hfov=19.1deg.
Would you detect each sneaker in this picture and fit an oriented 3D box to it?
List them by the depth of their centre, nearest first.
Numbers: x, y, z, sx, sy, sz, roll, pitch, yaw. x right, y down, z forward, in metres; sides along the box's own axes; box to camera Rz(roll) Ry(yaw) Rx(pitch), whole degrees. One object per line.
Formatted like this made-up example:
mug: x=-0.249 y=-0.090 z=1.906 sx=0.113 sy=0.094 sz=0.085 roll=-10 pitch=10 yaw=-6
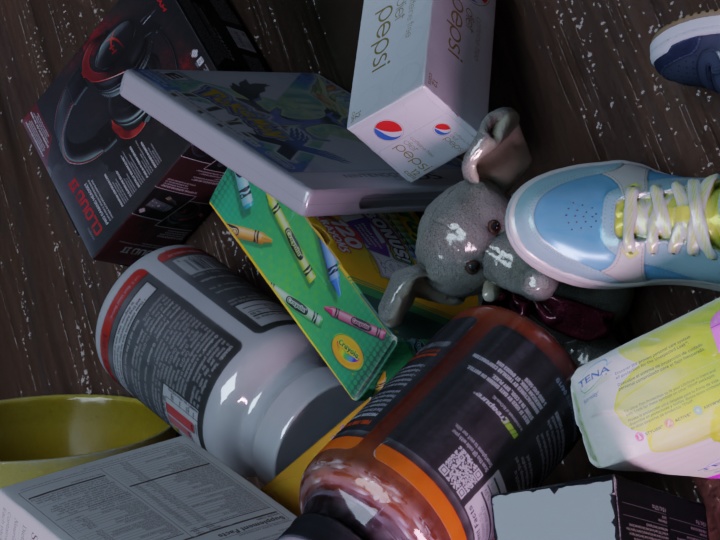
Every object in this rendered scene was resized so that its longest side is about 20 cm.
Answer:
sneaker: x=0.189 y=-0.033 z=1.205 sx=0.131 sy=0.199 sz=0.080 roll=134 pitch=139 yaw=-75
sneaker: x=0.256 y=-0.097 z=1.261 sx=0.199 sy=0.070 sz=0.109 roll=-1 pitch=81 yaw=38

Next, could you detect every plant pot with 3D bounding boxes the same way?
plant pot: x=-0.231 y=0.183 z=1.572 sx=0.199 sy=0.199 sz=0.143 roll=6 pitch=103 yaw=41

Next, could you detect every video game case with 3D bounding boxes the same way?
video game case: x=-0.034 y=-0.089 z=1.435 sx=0.200 sy=0.182 sz=0.022 roll=33 pitch=115 yaw=39

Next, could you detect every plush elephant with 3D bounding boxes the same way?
plush elephant: x=0.103 y=-0.006 z=1.320 sx=0.200 sy=0.154 sz=0.165 roll=30 pitch=103 yaw=39

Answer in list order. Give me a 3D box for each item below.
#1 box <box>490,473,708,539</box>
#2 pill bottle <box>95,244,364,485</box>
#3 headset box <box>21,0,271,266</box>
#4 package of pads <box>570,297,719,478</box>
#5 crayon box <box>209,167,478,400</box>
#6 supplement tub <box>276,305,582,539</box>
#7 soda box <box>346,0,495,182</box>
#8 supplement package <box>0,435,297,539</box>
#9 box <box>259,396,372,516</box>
box: x=0.146 y=0.199 z=1.215 sx=0.078 sy=0.200 sz=0.142 roll=-13 pitch=75 yaw=21
pill bottle: x=-0.087 y=0.073 z=1.498 sx=0.200 sy=0.116 sz=0.116 roll=35 pitch=106 yaw=39
headset box: x=-0.162 y=-0.109 z=1.618 sx=0.200 sy=0.075 sz=0.149 roll=-46 pitch=57 yaw=26
package of pads: x=0.235 y=0.056 z=1.198 sx=0.200 sy=0.154 sz=0.069 roll=-30 pitch=65 yaw=34
crayon box: x=0.000 y=0.000 z=1.431 sx=0.200 sy=0.118 sz=0.058 roll=52 pitch=122 yaw=33
supplement tub: x=0.037 y=0.115 z=1.211 sx=0.107 sy=0.200 sz=0.107 roll=29 pitch=142 yaw=26
soda box: x=0.044 y=-0.159 z=1.404 sx=0.068 sy=0.064 sz=0.201 roll=-28 pitch=39 yaw=33
supplement package: x=-0.114 y=0.226 z=1.316 sx=0.200 sy=0.150 sz=0.153 roll=30 pitch=121 yaw=39
box: x=0.001 y=0.144 z=1.410 sx=0.200 sy=0.119 sz=0.042 roll=-43 pitch=57 yaw=27
